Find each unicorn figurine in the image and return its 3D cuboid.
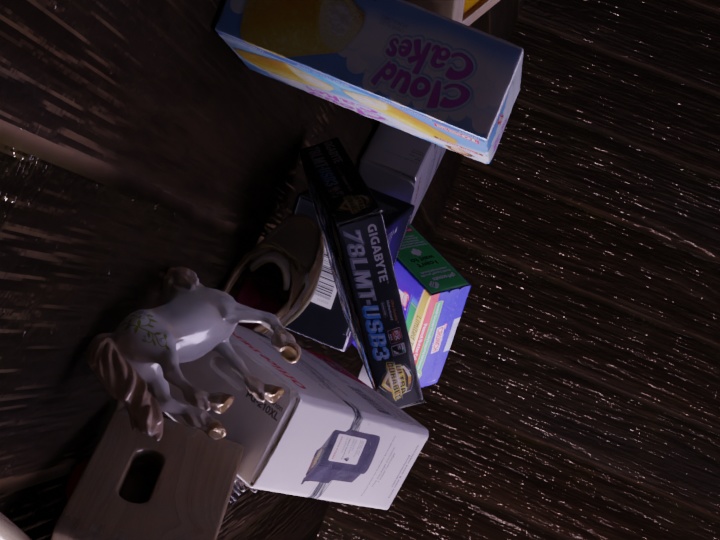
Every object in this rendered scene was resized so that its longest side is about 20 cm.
[{"bbox_3d":[-0.116,0.048,0.834,0.074,0.137,0.200,-60,161,14],"label":"unicorn figurine"}]

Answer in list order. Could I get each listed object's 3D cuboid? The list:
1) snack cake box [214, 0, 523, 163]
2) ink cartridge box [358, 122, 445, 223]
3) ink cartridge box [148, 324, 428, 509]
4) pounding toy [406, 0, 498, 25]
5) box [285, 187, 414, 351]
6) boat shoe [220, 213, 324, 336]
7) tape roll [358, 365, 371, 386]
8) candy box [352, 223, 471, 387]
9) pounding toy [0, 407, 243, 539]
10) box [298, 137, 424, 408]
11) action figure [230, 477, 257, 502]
[{"bbox_3d":[0.010,-0.147,0.824,0.115,0.198,0.068,36,77,-82],"label":"snack cake box"},{"bbox_3d":[0.062,-0.159,1.626,0.147,0.083,0.201,101,13,-53],"label":"ink cartridge box"},{"bbox_3d":[-0.058,0.120,0.995,0.199,0.144,0.085,25,96,-53],"label":"ink cartridge box"},{"bbox_3d":[0.128,-0.319,1.116,0.184,0.142,0.201,-41,158,-23],"label":"pounding toy"},{"bbox_3d":[-0.022,-0.014,1.352,0.200,0.103,0.150,-43,153,-73],"label":"box"},{"bbox_3d":[-0.082,0.012,1.094,0.201,0.073,0.069,-62,176,-39],"label":"boat shoe"},{"bbox_3d":[0.041,0.231,2.671,0.200,0.066,0.202,22,90,-82],"label":"tape roll"},{"bbox_3d":[0.036,0.029,1.522,0.076,0.200,0.170,-16,137,-36],"label":"candy box"},{"bbox_3d":[-0.177,0.200,0.809,0.200,0.141,0.186,-79,-173,-67],"label":"pounding toy"},{"bbox_3d":[0.000,0.000,1.128,0.199,0.049,0.202,-119,-168,-63],"label":"box"},{"bbox_3d":[-0.144,0.209,1.107,0.120,0.101,0.200,-58,177,14],"label":"action figure"}]
